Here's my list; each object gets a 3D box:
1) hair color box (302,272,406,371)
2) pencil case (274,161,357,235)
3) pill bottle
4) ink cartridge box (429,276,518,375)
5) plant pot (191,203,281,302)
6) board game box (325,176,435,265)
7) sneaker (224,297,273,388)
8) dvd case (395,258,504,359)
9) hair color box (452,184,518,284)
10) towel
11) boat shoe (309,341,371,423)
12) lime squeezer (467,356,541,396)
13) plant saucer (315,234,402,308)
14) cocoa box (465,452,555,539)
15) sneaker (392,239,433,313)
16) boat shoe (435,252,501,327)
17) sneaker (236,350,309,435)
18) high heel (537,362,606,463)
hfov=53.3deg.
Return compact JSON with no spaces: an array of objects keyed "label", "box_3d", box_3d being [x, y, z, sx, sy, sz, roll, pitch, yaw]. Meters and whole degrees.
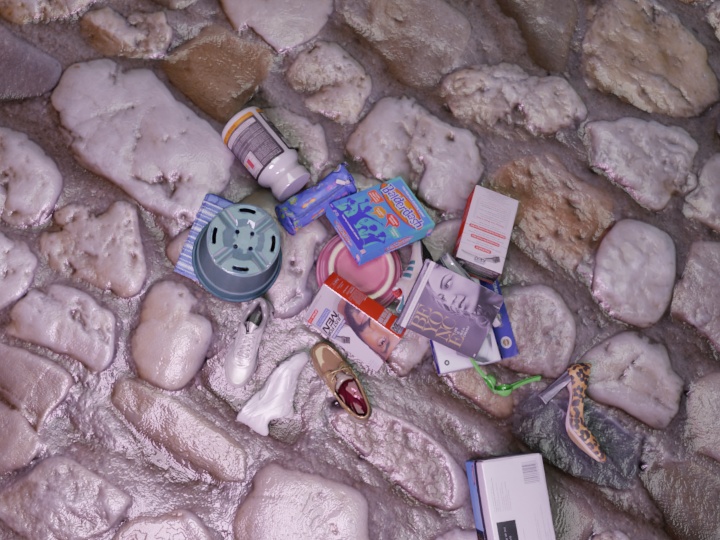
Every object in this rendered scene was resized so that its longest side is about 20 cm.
[{"label":"hair color box","box_3d":[-0.011,0.110,1.540,0.199,0.111,0.064,34,32,2]},{"label":"pencil case","box_3d":[-0.096,-0.161,1.622,0.199,0.087,0.078,-35,103,-12]},{"label":"pill bottle","box_3d":[-0.211,-0.260,1.617,0.116,0.116,0.200,-38,83,-14]},{"label":"ink cartridge box","box_3d":[0.246,0.117,1.615,0.198,0.041,0.202,-13,78,-10]},{"label":"plant pot","box_3d":[-0.250,-0.045,1.503,0.198,0.196,0.203,2,80,-14]},{"label":"board game box","box_3d":[0.045,-0.115,1.610,0.199,0.045,0.153,-24,65,-24]},{"label":"sneaker","box_3d":[-0.242,0.150,1.533,0.074,0.081,0.202,16,76,-4]},{"label":"dvd case","box_3d":[0.191,0.083,1.509,0.199,0.016,0.150,25,93,-16]},{"label":"hair color box","box_3d":[0.283,-0.083,1.640,0.110,0.064,0.201,21,62,-1]},{"label":"towel","box_3d":[-0.315,-0.062,1.609,0.144,0.024,0.202,22,76,-3]},{"label":"boat shoe","box_3d":[-0.037,0.235,1.540,0.074,0.066,0.201,-36,83,-13]},{"label":"lime squeezer","box_3d":[0.304,0.238,1.578,0.198,0.038,0.071,21,108,-18]},{"label":"plant saucer","box_3d":[0.000,0.000,1.612,0.198,0.051,0.203,2,76,-7]},{"label":"cocoa box","box_3d":[0.308,0.487,1.484,0.132,0.131,0.202,-6,77,-8]},{"label":"sneaker","box_3d":[0.111,0.014,1.590,0.093,0.070,0.201,-20,42,20]},{"label":"boat shoe","box_3d":[0.228,0.056,1.572,0.068,0.072,0.200,-39,102,15]},{"label":"sneaker","box_3d":[-0.166,0.263,1.523,0.099,0.078,0.200,41,84,-2]},{"label":"high heel","box_3d":[0.507,0.308,1.580,0.142,0.071,0.200,-37,74,-7]}]
